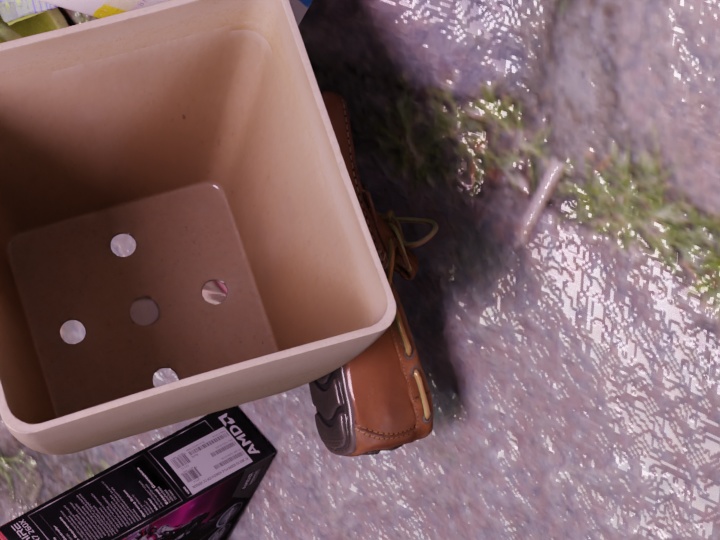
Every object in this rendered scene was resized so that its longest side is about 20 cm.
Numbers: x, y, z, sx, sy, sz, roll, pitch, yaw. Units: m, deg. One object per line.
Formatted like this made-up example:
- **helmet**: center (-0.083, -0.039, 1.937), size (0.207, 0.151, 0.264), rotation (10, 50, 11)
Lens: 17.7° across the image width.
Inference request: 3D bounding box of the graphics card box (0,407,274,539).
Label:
- **graphics card box**: center (-0.154, 0.170, 1.433), size (0.051, 0.200, 0.126), rotation (46, 135, 17)

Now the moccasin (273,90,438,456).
- **moccasin**: center (0.001, 0.000, 1.282), size (0.074, 0.077, 0.203), rotation (-18, 85, 64)

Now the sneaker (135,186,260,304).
- **sneaker**: center (-0.107, -0.010, 1.380), size (0.200, 0.075, 0.105), rotation (49, 132, 8)

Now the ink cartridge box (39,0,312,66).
- **ink cartridge box**: center (-0.116, -0.190, 1.207), size (0.116, 0.199, 0.068), rotation (125, 153, -45)

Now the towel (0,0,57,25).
- **towel**: center (-0.158, -0.218, 1.289), size (0.199, 0.023, 0.144), rotation (-12, 123, 27)

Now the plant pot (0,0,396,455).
- **plant pot**: center (-0.114, -0.006, 1.217), size (0.177, 0.199, 0.201), rotation (108, 144, -68)

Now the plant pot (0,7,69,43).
- **plant pot**: center (-0.279, -0.068, 1.458), size (0.200, 0.200, 0.185), rotation (40, 146, 23)
